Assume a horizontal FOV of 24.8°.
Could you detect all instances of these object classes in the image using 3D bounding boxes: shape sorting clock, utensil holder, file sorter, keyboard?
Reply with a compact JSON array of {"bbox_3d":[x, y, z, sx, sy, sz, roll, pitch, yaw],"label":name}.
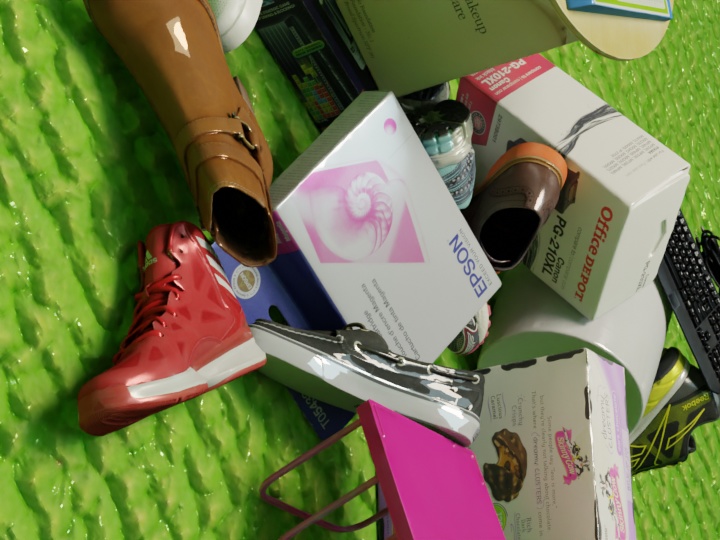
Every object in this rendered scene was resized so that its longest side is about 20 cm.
[{"bbox_3d":[0.175,-0.254,1.221,0.199,0.039,0.202,19,66,-48],"label":"shape sorting clock"},{"bbox_3d":[0.206,0.041,1.527,0.170,0.169,0.201,55,40,-31],"label":"utensil holder"},{"bbox_3d":[0.026,0.223,1.151,0.139,0.125,0.201,31,31,-47],"label":"file sorter"},{"bbox_3d":[0.316,0.004,1.510,0.104,0.039,0.201,-41,109,-48],"label":"keyboard"}]

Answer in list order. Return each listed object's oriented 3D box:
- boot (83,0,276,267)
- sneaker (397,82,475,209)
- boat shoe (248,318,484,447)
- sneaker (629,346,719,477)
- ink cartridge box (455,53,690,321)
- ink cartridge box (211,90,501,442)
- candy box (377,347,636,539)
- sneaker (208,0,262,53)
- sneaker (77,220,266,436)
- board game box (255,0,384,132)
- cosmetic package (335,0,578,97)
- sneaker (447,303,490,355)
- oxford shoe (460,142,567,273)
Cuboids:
[{"bbox_3d":[-0.118,-0.104,1.116,0.201,0.076,0.156,60,11,-46],"label":"boot"},{"bbox_3d":[0.052,-0.107,1.386,0.200,0.077,0.087,-106,-178,-67],"label":"sneaker"},{"bbox_3d":[0.002,0.073,1.217,0.198,0.069,0.057,23,72,-16],"label":"boat shoe"},{"bbox_3d":[0.269,0.168,1.556,0.084,0.201,0.075,31,31,-4],"label":"sneaker"},{"bbox_3d":[0.171,-0.078,1.417,0.084,0.200,0.146,-31,149,-31],"label":"ink cartridge box"},{"bbox_3d":[0.000,0.000,1.256,0.200,0.043,0.197,-48,121,-27],"label":"ink cartridge box"},{"bbox_3d":[0.113,0.165,1.296,0.071,0.198,0.170,25,59,-51],"label":"candy box"},{"bbox_3d":[-0.130,-0.262,1.200,0.115,0.073,0.202,32,43,-47],"label":"sneaker"},{"bbox_3d":[-0.141,0.034,1.079,0.117,0.078,0.200,68,19,2],"label":"sneaker"},{"bbox_3d":[-0.017,-0.236,1.377,0.166,0.056,0.201,56,38,-27],"label":"board game box"},{"bbox_3d":[0.091,-0.217,1.299,0.104,0.199,0.073,61,37,-21],"label":"cosmetic package"},{"bbox_3d":[0.034,0.005,1.359,0.200,0.080,0.075,48,63,-31],"label":"sneaker"},{"bbox_3d":[0.101,-0.025,1.375,0.071,0.200,0.073,25,50,-8],"label":"oxford shoe"}]
